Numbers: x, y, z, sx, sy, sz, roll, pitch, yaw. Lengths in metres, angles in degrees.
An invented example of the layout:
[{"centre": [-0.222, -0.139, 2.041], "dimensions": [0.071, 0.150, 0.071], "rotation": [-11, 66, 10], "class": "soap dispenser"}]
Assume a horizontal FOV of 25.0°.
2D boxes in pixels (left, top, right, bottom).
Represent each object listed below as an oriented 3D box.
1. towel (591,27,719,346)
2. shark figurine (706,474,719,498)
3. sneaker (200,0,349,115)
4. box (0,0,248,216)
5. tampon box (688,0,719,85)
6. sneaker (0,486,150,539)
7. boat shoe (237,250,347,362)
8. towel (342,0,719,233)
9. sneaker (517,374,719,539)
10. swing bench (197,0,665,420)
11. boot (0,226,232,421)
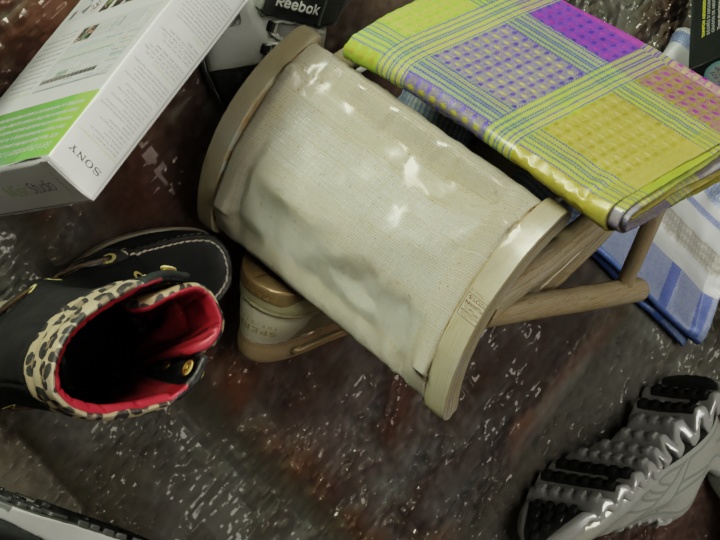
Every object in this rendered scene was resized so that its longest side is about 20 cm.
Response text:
[{"centre": [0.242, -0.063, 1.196], "dimensions": [0.147, 0.024, 0.200], "rotation": [41, 66, -28], "class": "towel"}, {"centre": [0.308, 0.146, 1.210], "dimensions": [0.215, 0.089, 0.128], "rotation": [-60, 154, -13], "class": "shark figurine"}, {"centre": [-0.044, -0.169, 0.945], "dimensions": [0.074, 0.088, 0.200], "rotation": [-5, 94, -39], "class": "sneaker"}, {"centre": [-0.126, -0.113, 0.845], "dimensions": [0.036, 0.144, 0.200], "rotation": [47, 63, -25], "class": "box"}, {"centre": [0.360, -0.194, 1.164], "dimensions": [0.150, 0.200, 0.126], "rotation": [28, 56, -32], "class": "tampon box"}, {"centre": [-0.185, 0.159, 0.837], "dimensions": [0.200, 0.076, 0.088], "rotation": [27, 79, -33], "class": "sneaker"}, {"centre": [0.000, 0.000, 0.992], "dimensions": [0.200, 0.071, 0.065], "rotation": [-20, 135, -41], "class": "boat shoe"}, {"centre": [0.105, -0.094, 0.862], "dimensions": [0.144, 0.200, 0.023], "rotation": [-30, 144, -37], "class": "towel"}, {"centre": [0.190, 0.150, 1.123], "dimensions": [0.200, 0.075, 0.081], "rotation": [-30, 115, -33], "class": "sneaker"}, {"centre": [0.049, -0.051, 0.910], "dimensions": [0.200, 0.199, 0.130], "rotation": [-24, 142, -42], "class": "swing bench"}, {"centre": [-0.119, 0.026, 0.840], "dimensions": [0.200, 0.151, 0.073], "rotation": [-20, 101, -37], "class": "boot"}]
